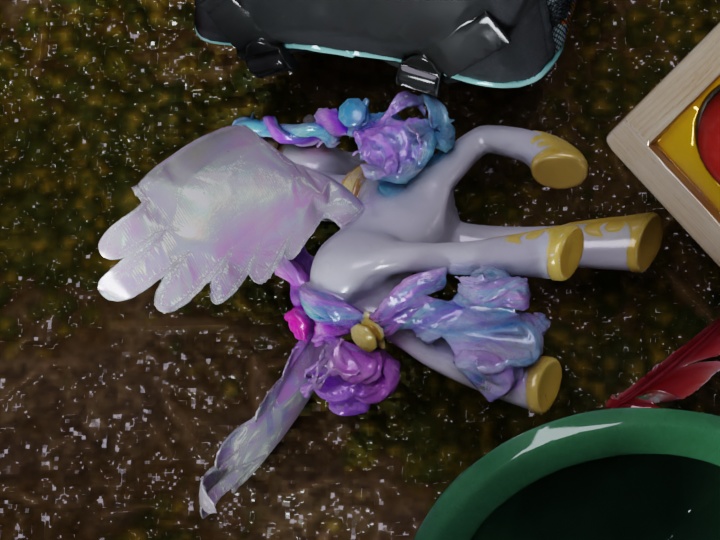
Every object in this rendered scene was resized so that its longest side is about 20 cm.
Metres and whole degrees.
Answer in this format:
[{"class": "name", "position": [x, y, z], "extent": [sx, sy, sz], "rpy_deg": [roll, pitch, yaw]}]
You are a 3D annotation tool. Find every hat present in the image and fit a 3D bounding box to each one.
[{"class": "hat", "position": [0.105, 0.078, 1.257], "extent": [0.200, 0.166, 0.176], "rpy_deg": [-1, 33, -8]}]

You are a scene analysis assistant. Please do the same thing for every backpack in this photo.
[{"class": "backpack", "position": [0.022, -0.186, 1.297], "extent": [0.176, 0.153, 0.200], "rpy_deg": [6, 33, 17]}]

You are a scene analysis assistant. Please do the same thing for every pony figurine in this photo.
[{"class": "pony figurine", "position": [0.000, 0.000, 1.257], "extent": [0.200, 0.167, 0.193], "rpy_deg": [11, 43, 28]}]

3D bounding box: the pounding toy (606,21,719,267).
[{"class": "pounding toy", "position": [0.210, -0.073, 1.172], "extent": [0.184, 0.142, 0.200], "rpy_deg": [48, 127, 5]}]
